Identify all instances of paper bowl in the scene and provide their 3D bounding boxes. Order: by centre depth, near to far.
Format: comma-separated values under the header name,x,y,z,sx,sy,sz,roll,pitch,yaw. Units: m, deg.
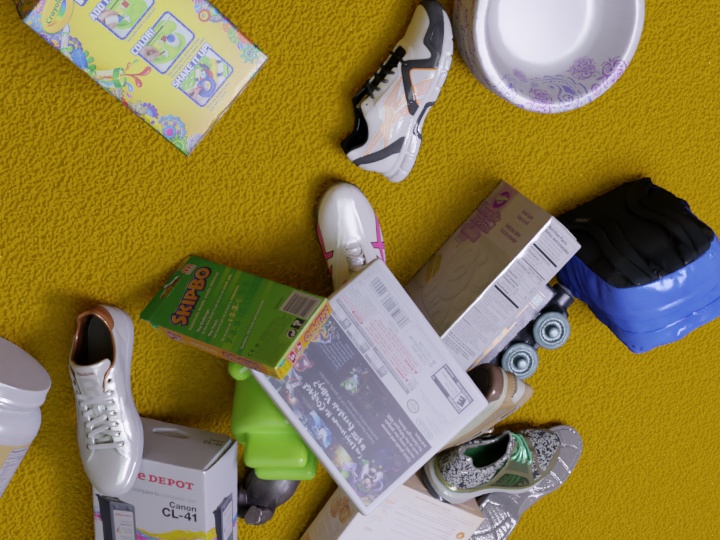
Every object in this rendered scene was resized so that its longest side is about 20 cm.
name,x,y,z,sx,sy,sz,roll,pitch,yaw
paper bowl,0.195,-0.278,1.427,0.199,0.104,0.203,-7,113,-16

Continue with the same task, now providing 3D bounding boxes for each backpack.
name,x,y,z,sx,sy,sz,roll,pitch,yaw
backpack,0.334,0.005,1.534,0.162,0.200,0.169,-31,117,-6

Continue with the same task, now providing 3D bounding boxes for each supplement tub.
name,x,y,z,sx,sy,sz,roll,pitch,yaw
supplement tub,-0.419,0.173,1.368,0.145,0.145,0.201,26,100,-26

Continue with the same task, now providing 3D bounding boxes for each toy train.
name,x,y,z,sx,sy,sz,roll,pitch,yaw
toy train,0.159,0.077,1.573,0.114,0.085,0.200,43,96,-14

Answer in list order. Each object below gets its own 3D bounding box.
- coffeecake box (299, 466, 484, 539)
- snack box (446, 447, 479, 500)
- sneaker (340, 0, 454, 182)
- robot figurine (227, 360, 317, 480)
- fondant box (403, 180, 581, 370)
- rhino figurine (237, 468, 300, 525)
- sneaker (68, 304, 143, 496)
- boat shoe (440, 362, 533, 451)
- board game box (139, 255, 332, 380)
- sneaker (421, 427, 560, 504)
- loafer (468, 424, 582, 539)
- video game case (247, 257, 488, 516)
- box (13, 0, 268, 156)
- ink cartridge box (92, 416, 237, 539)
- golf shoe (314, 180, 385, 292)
name,x,y,z,sx,sy,sz,roll,pitch,yaw
coffeecake box,0.026,0.327,1.609,0.153,0.073,0.201,26,109,-26
snack box,0.072,0.235,1.632,0.199,0.024,0.072,33,96,-27
sneaker,0.039,-0.195,1.424,0.079,0.074,0.202,13,106,-21
robot figurine,-0.079,0.124,1.451,0.115,0.202,0.176,-2,155,14
fondant box,0.136,0.007,1.497,0.200,0.144,0.058,-46,116,3
rhino figurine,-0.083,0.220,1.544,0.060,0.087,0.200,42,93,12
sneaker,-0.277,0.136,1.393,0.072,0.085,0.202,-8,81,13
boat shoe,0.121,0.170,1.523,0.076,0.200,0.072,17,60,-28
board game box,-0.133,0.045,1.385,0.096,0.199,0.030,-53,143,-26
sneaker,0.173,0.221,1.582,0.199,0.077,0.089,-12,153,-35
loafer,0.196,0.270,1.673,0.200,0.063,0.072,-44,93,-17
video game case,0.010,0.121,1.391,0.182,0.023,0.201,-40,99,-16
box,-0.215,-0.235,1.246,0.192,0.200,0.122,39,95,-28
ink cartridge box,-0.217,0.279,1.480,0.146,0.086,0.202,8,114,17
golf shoe,0.000,0.000,1.477,0.072,0.092,0.202,-15,114,-11
